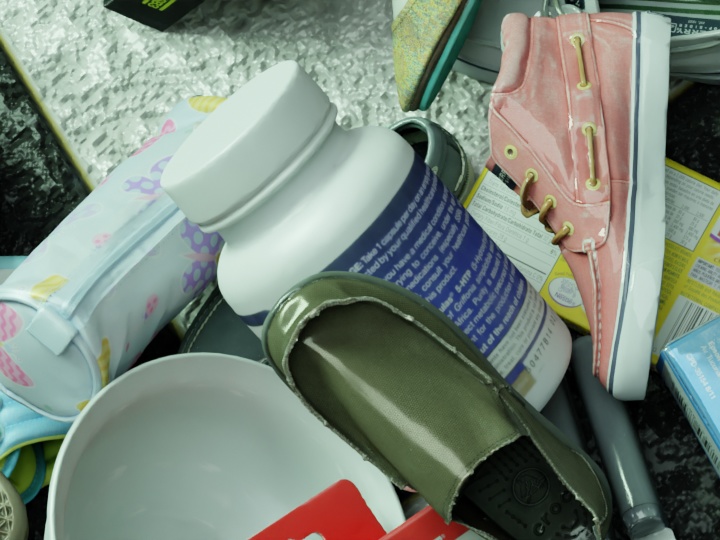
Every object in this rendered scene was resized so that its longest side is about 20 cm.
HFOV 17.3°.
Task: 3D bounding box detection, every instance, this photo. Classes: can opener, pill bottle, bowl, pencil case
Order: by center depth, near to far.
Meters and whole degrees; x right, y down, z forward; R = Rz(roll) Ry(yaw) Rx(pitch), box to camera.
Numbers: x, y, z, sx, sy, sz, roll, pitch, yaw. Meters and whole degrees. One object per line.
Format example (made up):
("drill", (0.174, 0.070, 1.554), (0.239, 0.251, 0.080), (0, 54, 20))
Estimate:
("pill bottle", (0.000, 0.000, 1.163), (0.120, 0.120, 0.200), (-43, 106, -4))
("can opener", (0.128, 0.128, 1.173), (0.052, 0.067, 0.201), (-22, 59, 9))
("bowl", (-0.078, 0.150, 1.175), (0.200, 0.090, 0.202), (16, 55, -25))
("pencil case", (-0.114, -0.009, 1.220), (0.083, 0.090, 0.200), (51, 50, -11))

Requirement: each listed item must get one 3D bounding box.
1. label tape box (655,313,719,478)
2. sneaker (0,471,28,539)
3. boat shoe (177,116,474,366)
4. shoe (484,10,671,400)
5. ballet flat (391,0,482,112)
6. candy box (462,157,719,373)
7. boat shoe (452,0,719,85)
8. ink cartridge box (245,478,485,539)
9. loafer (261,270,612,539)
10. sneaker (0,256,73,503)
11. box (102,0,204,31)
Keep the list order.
("label tape box", (0.265, 0.056, 1.143), (0.199, 0.063, 0.145), (-28, 76, -3))
("sneaker", (-0.243, 0.118, 1.242), (0.199, 0.076, 0.071), (16, 73, 30))
("boat shoe", (-0.026, -0.008, 1.254), (0.200, 0.062, 0.073), (-41, 66, -3))
("shoe", (0.107, -0.035, 1.187), (0.090, 0.072, 0.202), (3, 76, 4))
("ballet flat", (0.054, -0.180, 1.227), (0.071, 0.071, 0.201), (38, 110, 23))
("candy box", (0.148, -0.007, 1.229), (0.199, 0.026, 0.103), (28, 78, 21))
("boat shoe", (0.126, -0.142, 1.261), (0.198, 0.067, 0.074), (1, 71, 15))
("ink cartridge box", (0.029, 0.187, 1.115), (0.116, 0.067, 0.200), (-29, 78, -42))
("loafer", (0.043, 0.072, 1.088), (0.199, 0.070, 0.075), (34, 96, -15))
("sneaker", (-0.226, 0.063, 1.271), (0.198, 0.080, 0.132), (-3, 69, 14))
("box", (-0.068, -0.250, 1.293), (0.047, 0.193, 0.202), (19, 72, -19))
